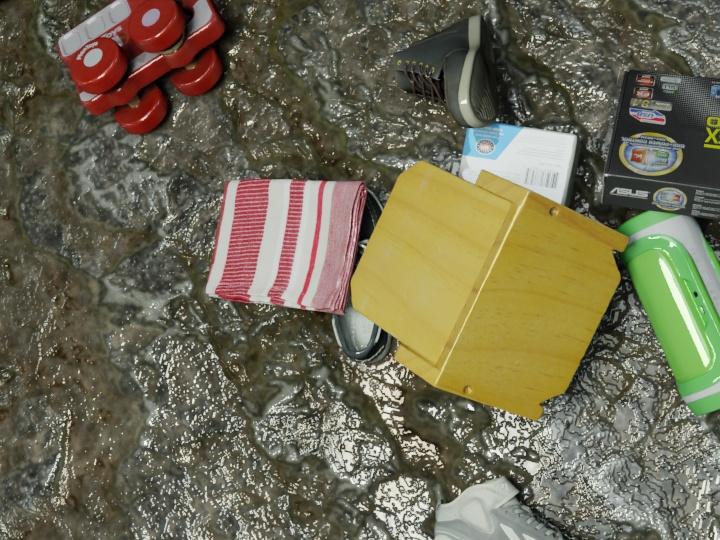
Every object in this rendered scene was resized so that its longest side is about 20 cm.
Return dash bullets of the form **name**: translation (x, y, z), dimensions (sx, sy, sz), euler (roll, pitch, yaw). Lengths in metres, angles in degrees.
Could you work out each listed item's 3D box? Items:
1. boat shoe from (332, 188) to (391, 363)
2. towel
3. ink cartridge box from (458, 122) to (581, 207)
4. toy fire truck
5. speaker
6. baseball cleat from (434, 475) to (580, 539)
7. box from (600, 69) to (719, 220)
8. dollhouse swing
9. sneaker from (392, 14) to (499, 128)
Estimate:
- **boat shoe**: translation (0.000, 0.000, 1.073), dimensions (0.075, 0.060, 0.201), euler (-12, 79, 13)
- **towel**: translation (-0.088, -0.032, 1.089), dimensions (0.199, 0.023, 0.145), euler (5, 82, 35)
- **ink cartridge box**: translation (0.155, -0.048, 1.030), dimensions (0.115, 0.068, 0.201), euler (11, 91, 17)
- **toy fire truck**: translation (-0.264, -0.276, 1.170), dimensions (0.200, 0.112, 0.168), euler (-33, 56, 7)
- **speaker**: translation (0.325, 0.037, 0.969), dimensions (0.088, 0.088, 0.201), euler (-23, 77, 10)
- **baseball cleat**: translation (0.171, 0.262, 0.983), dimensions (0.199, 0.070, 0.107), euler (1, 82, 14)
- **box**: translation (0.350, -0.123, 0.969), dimensions (0.199, 0.044, 0.161), euler (10, 52, 16)
- **dollhouse swing**: translation (0.119, 0.009, 0.986), dimensions (0.181, 0.176, 0.201), euler (21, 97, -26)
- **sneaker**: translation (0.086, -0.196, 1.038), dimensions (0.106, 0.200, 0.075), euler (-16, 120, 19)
